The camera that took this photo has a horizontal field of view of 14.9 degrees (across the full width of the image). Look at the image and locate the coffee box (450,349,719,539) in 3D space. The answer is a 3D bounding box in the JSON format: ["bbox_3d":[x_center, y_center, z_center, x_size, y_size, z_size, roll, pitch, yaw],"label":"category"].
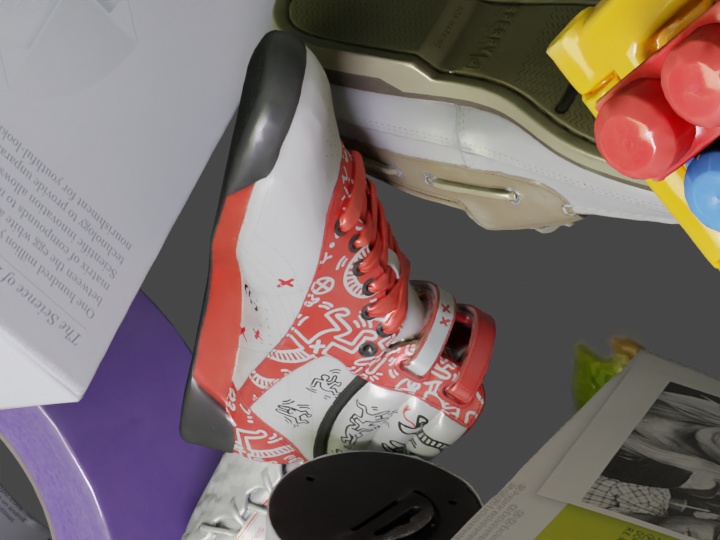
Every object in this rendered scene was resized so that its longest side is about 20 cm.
[{"bbox_3d":[0.127,0.186,0.957,0.197,0.200,0.200,21,127,27],"label":"coffee box"}]

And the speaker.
[{"bbox_3d":[0.000,0.168,1.016,0.081,0.081,0.201,22,125,27],"label":"speaker"}]

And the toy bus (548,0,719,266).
[{"bbox_3d":[0.151,-0.083,0.770,0.200,0.192,0.136,-39,88,37],"label":"toy bus"}]

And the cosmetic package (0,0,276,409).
[{"bbox_3d":[-0.154,-0.087,0.963,0.123,0.201,0.199,-9,135,48],"label":"cosmetic package"}]

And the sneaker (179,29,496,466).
[{"bbox_3d":[0.000,0.000,0.981,0.107,0.067,0.202,12,137,-1],"label":"sneaker"}]

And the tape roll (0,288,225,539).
[{"bbox_3d":[-0.155,0.084,1.197,0.199,0.085,0.201,19,126,29],"label":"tape roll"}]

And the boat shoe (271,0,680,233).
[{"bbox_3d":[0.064,-0.052,0.962,0.199,0.075,0.069,21,143,27],"label":"boat shoe"}]

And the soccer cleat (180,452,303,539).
[{"bbox_3d":[-0.033,0.097,1.110,0.069,0.085,0.200,37,133,15],"label":"soccer cleat"}]
